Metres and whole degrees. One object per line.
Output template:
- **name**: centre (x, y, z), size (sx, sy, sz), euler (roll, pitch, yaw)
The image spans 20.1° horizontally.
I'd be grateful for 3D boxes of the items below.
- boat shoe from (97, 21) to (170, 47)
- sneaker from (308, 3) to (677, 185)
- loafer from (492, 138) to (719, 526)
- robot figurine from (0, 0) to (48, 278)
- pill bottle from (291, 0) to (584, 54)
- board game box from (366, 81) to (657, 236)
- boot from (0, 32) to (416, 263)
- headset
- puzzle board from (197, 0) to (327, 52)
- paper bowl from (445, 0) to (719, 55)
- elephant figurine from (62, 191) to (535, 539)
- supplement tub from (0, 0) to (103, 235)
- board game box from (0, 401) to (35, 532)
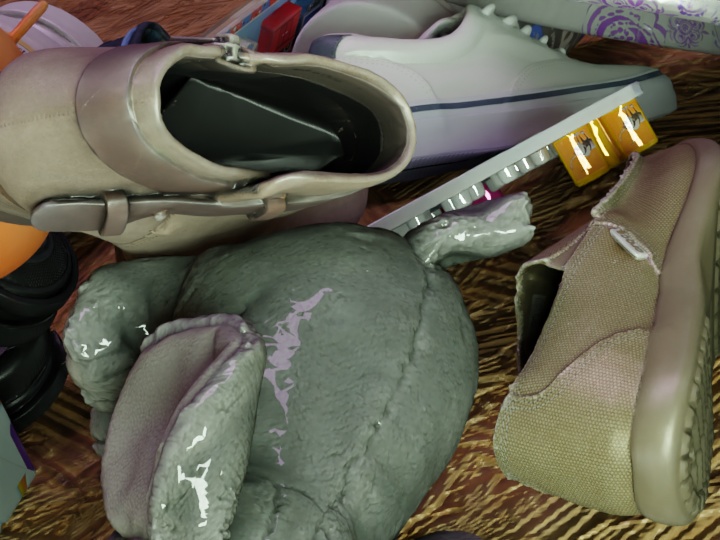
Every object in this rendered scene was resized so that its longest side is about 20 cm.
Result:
- **boat shoe**: centre (-0.083, -0.057, 0.815), size (0.069, 0.084, 0.200), euler (-49, 36, 6)
- **sneaker**: centre (0.063, -0.085, 0.902), size (0.200, 0.071, 0.073), euler (-9, -7, -41)
- **loafer**: centre (0.085, 0.010, 0.670), size (0.067, 0.076, 0.200), euler (3, 24, 11)
- **robot figurine**: centre (-0.198, -0.033, 0.752), size (0.200, 0.117, 0.144), euler (-22, 20, -1)
- **pill bottle**: centre (0.049, -0.132, 1.065), size (0.114, 0.114, 0.200), euler (-11, 22, 33)
- **board game box**: centre (0.000, 0.000, 0.804), size (0.200, 0.026, 0.200), euler (-29, 0, -17)
- **boot**: centre (-0.035, -0.035, 0.651), size (0.200, 0.070, 0.146), euler (-3, -4, -41)
- **headset**: centre (-0.163, 0.012, 0.920), size (0.199, 0.124, 0.094), euler (3, 44, -9)
- **puzzle board**: centre (-0.056, -0.080, 1.045), size (0.017, 0.151, 0.200), euler (26, 37, 14)
- **paper bowl**: centre (0.134, -0.158, 0.912), size (0.200, 0.105, 0.201), euler (10, 2, 0)
- **elephant figurine**: centre (-0.030, 0.080, 0.577), size (0.141, 0.155, 0.200), euler (7, 30, 1)
- **supplement tub**: centre (-0.232, -0.059, 1.150), size (0.145, 0.146, 0.200), euler (-9, 22, 36)
- **board game box**: centre (-0.253, 0.090, 0.822), size (0.200, 0.103, 0.105), euler (-16, 20, 17)
